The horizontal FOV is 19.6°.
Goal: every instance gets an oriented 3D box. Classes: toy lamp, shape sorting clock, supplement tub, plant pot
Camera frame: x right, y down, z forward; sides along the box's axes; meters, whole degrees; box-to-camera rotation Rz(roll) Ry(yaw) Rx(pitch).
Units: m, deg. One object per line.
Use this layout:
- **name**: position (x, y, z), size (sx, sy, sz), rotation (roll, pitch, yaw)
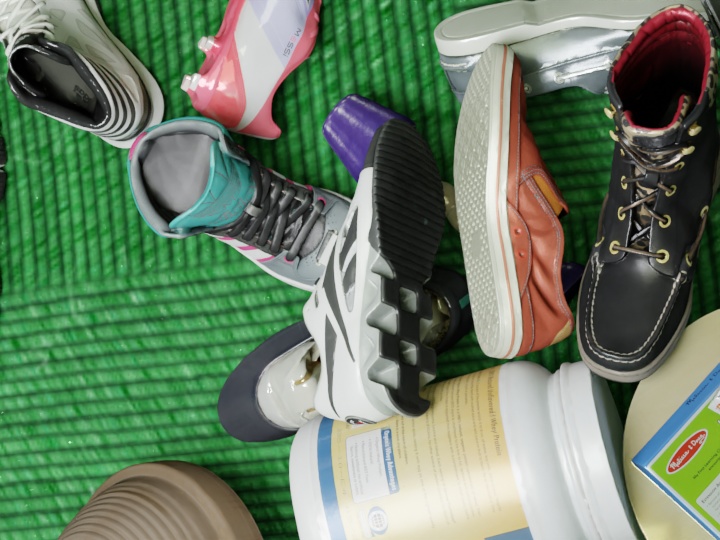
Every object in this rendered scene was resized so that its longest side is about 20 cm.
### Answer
- **toy lamp**: position (0.059, -0.043, 1.382), size (0.200, 0.058, 0.058), rotation (40, 97, 13)
- **shape sorting clock**: position (0.260, 0.115, 1.281), size (0.199, 0.039, 0.201), rotation (0, 78, 0)
- **supplement tub**: position (0.069, 0.141, 1.328), size (0.199, 0.145, 0.145), rotation (-16, 84, 13)
- **plant pot**: position (-0.151, 0.227, 1.360), size (0.200, 0.092, 0.202), rotation (2, 93, 45)

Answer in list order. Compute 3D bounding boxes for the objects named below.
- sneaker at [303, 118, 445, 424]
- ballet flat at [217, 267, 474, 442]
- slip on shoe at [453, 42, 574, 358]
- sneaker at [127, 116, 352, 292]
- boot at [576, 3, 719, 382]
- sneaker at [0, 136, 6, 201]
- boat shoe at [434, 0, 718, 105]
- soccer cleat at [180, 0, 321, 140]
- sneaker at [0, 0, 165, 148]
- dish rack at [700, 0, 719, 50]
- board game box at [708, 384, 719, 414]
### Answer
- **sneaker**: position (0.000, 0.000, 1.322), size (0.088, 0.074, 0.201), rotation (-13, 61, 40)
- **ballet flat**: position (-0.013, 0.060, 1.386), size (0.199, 0.073, 0.073), rotation (-28, 82, 11)
- **slip on shoe**: position (0.099, -0.045, 1.322), size (0.061, 0.074, 0.201), rotation (-3, 79, -17)
- **sneaker**: position (-0.073, -0.044, 1.380), size (0.199, 0.121, 0.084), rotation (25, 95, 12)
- **boot**: position (0.176, -0.048, 1.271), size (0.073, 0.151, 0.201), rotation (16, 62, 19)
- **sneaker**: position (-0.301, -0.043, 1.460), size (0.083, 0.081, 0.201), rotation (3, 89, 19)
- **boat shoe**: position (0.150, -0.147, 1.368), size (0.199, 0.073, 0.062), rotation (-7, 118, 10)
- **soccer cleat**: position (-0.051, -0.187, 1.418), size (0.076, 0.067, 0.201), rotation (26, 89, -18)
- **sneaker**: position (-0.221, -0.170, 1.423), size (0.076, 0.115, 0.201), rotation (-46, 79, 8)
- **dish rack**: position (0.253, -0.220, 1.295), size (0.153, 0.055, 0.201), rotation (-12, 71, -28)
- **board game box**: position (0.313, 0.028, 1.264), size (0.126, 0.035, 0.201), rotation (30, 75, 7)
